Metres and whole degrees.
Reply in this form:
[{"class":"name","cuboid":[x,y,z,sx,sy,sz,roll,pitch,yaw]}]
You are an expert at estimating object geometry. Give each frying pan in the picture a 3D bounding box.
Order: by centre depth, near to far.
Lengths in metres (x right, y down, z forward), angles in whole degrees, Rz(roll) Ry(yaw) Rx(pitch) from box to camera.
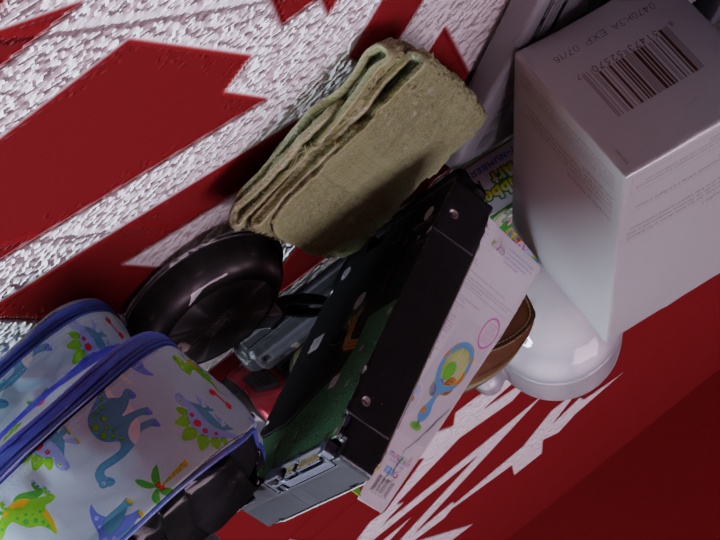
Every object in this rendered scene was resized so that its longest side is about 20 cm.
[{"class":"frying pan","cuboid":[-0.081,0.033,1.239,0.115,0.031,0.190,-38,153,1]}]

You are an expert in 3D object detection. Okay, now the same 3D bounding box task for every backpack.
[{"class":"backpack","cuboid":[-0.151,0.109,1.084,0.183,0.147,0.200,-43,175,-11]}]

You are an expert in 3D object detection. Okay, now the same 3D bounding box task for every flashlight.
[{"class":"flashlight","cuboid":[-0.113,0.112,1.369,0.068,0.068,0.200,-8,-168,46]}]

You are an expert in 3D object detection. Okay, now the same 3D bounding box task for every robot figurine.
[{"class":"robot figurine","cuboid":[0.158,0.042,1.636,0.170,0.113,0.200,-43,167,-3]}]

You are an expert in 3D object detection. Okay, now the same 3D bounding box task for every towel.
[{"class":"towel","cuboid":[0.002,-0.070,1.187,0.148,0.037,0.200,-44,164,10]}]

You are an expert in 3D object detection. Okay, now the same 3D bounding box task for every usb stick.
[{"class":"usb stick","cuboid":[0.000,0.000,1.351,0.200,0.033,0.055,-37,180,5]}]

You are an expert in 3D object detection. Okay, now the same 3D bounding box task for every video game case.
[{"class":"video game case","cuboid":[0.144,-0.165,1.302,0.181,0.023,0.200,-32,162,-31]}]

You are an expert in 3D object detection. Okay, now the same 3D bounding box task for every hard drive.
[{"class":"hard drive","cuboid":[0.001,0.052,1.216,0.140,0.038,0.201,-34,-155,55]}]

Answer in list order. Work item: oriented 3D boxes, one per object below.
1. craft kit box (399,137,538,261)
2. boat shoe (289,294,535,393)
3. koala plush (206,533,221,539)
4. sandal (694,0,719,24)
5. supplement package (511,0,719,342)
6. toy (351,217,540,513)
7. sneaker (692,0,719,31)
[{"class":"craft kit box","cuboid":[0.112,-0.043,1.480,0.197,0.049,0.200,-35,165,-4]},{"class":"boat shoe","cuboid":[0.047,0.048,1.415,0.199,0.076,0.074,-18,158,-34]},{"class":"koala plush","cuboid":[-0.178,0.259,1.384,0.183,0.178,0.200,4,166,-3]},{"class":"sandal","cuboid":[0.243,-0.208,1.348,0.076,0.043,0.200,-49,-178,17]},{"class":"supplement package","cuboid":[0.175,-0.069,1.295,0.117,0.117,0.200,-30,151,-15]},{"class":"toy","cuboid":[0.031,0.054,1.332,0.201,0.047,0.115,-60,144,-6]},{"class":"sneaker","cuboid":[0.264,-0.168,1.413,0.199,0.075,0.085,-16,-144,36]}]
